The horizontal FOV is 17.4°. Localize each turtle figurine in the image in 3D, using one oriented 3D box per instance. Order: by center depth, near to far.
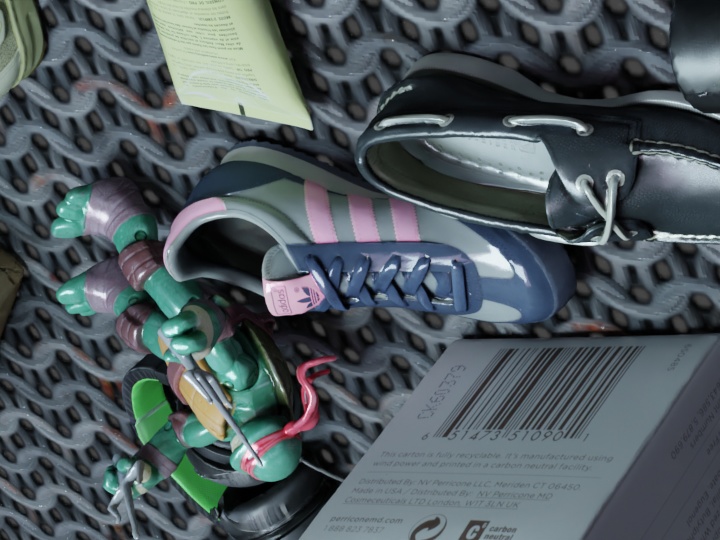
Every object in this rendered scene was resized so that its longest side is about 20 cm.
[{"bbox_3d":[-0.087,0.052,1.172,0.200,0.101,0.150,53,137,34],"label":"turtle figurine"}]

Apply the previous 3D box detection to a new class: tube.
[{"bbox_3d":[-0.077,-0.146,1.045,0.058,0.052,0.200,-118,8,-50],"label":"tube"}]

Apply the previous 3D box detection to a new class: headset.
[{"bbox_3d":[-0.062,0.111,1.247,0.200,0.094,0.124,16,138,44],"label":"headset"}]

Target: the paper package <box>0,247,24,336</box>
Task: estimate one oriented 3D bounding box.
[{"bbox_3d":[-0.307,0.026,1.360,0.191,0.103,0.200,37,142,4],"label":"paper package"}]

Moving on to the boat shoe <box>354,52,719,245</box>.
[{"bbox_3d":[0.092,-0.039,0.995,0.200,0.060,0.076,11,134,32],"label":"boat shoe"}]

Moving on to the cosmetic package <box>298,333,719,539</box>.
[{"bbox_3d":[0.106,0.156,1.093,0.165,0.165,0.200,-4,125,43],"label":"cosmetic package"}]

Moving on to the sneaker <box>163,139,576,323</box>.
[{"bbox_3d":[0.000,0.000,1.092,0.200,0.082,0.070,13,133,30],"label":"sneaker"}]

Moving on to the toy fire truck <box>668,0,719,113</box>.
[{"bbox_3d":[0.193,-0.070,0.803,0.129,0.176,0.200,0,142,39],"label":"toy fire truck"}]

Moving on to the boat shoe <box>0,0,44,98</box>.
[{"bbox_3d":[-0.212,-0.162,1.122,0.073,0.063,0.201,13,135,30],"label":"boat shoe"}]
